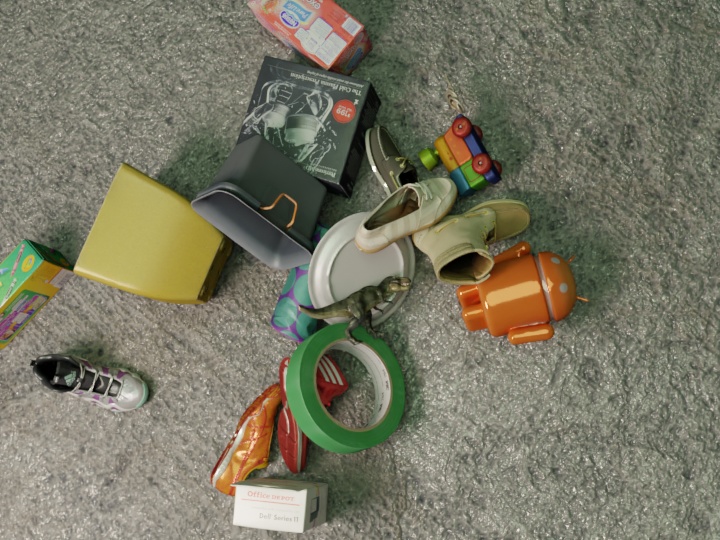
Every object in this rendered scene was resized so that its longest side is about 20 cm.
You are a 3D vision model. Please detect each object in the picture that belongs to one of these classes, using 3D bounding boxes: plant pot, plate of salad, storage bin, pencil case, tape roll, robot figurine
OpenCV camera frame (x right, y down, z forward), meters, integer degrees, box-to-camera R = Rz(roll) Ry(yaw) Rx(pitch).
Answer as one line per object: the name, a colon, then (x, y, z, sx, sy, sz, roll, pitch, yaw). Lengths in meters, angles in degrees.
plant pot: (-0.330, -0.038, 1.620, 0.198, 0.196, 0.196, 23, 85, 2)
plate of salad: (0.000, 0.000, 1.571, 0.201, 0.199, 0.048, -55, 33, -2)
storage bin: (-0.146, -0.118, 1.545, 0.145, 0.199, 0.136, -14, 47, 51)
pencil case: (-0.079, 0.022, 1.608, 0.085, 0.092, 0.202, 17, 83, 57)
tape roll: (-0.022, 0.186, 1.524, 0.198, 0.048, 0.203, 13, 64, -29)
robot figurine: (0.255, 0.035, 1.526, 0.197, 0.144, 0.118, -15, 114, 8)

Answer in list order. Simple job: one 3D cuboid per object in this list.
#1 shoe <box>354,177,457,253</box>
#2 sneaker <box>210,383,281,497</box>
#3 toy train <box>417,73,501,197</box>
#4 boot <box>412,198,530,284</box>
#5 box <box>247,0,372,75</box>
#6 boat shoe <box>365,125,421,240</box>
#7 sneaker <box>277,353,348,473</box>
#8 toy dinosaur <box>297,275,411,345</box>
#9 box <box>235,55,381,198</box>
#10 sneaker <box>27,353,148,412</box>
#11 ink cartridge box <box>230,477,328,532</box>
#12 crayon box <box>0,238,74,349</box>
shoe: (0.076, -0.096, 1.519, 0.199, 0.054, 0.070, -34, 59, -21)
sneaker: (-0.175, 0.281, 1.601, 0.077, 0.073, 0.202, 29, 89, -9)
toy train: (0.144, -0.214, 1.614, 0.115, 0.084, 0.202, -31, 76, 18)
boot: (0.194, -0.045, 1.518, 0.197, 0.156, 0.074, -11, 117, -8)
box: (-0.087, -0.428, 1.680, 0.200, 0.095, 0.103, 41, 90, 15)
boat shoe: (0.069, -0.155, 1.609, 0.060, 0.072, 0.204, -27, 80, 37)
sneaker: (-0.071, 0.232, 1.575, 0.114, 0.078, 0.203, -8, 113, -27)
toy dinosaur: (-0.002, 0.070, 1.529, 0.198, 0.047, 0.089, -17, 86, -27)
box: (-0.089, -0.245, 1.645, 0.198, 0.104, 0.184, 16, 85, 13)
sneaker: (-0.469, 0.189, 1.624, 0.197, 0.140, 0.079, 12, 82, 13)
ink cartridge box: (-0.127, 0.365, 1.498, 0.115, 0.200, 0.068, 3, 81, 11)
crayon box: (-0.610, 0.045, 1.688, 0.058, 0.119, 0.200, 44, 90, 14)
